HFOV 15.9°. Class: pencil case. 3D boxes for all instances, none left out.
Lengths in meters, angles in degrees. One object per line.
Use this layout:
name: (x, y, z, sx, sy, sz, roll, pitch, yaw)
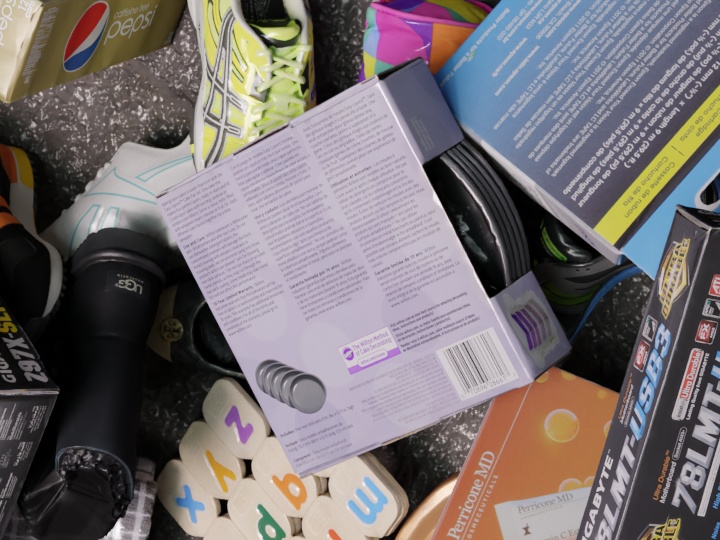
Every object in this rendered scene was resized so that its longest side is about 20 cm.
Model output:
pencil case: (0.026, -0.062, 1.492, 0.088, 0.088, 0.201, 18, 108, 19)

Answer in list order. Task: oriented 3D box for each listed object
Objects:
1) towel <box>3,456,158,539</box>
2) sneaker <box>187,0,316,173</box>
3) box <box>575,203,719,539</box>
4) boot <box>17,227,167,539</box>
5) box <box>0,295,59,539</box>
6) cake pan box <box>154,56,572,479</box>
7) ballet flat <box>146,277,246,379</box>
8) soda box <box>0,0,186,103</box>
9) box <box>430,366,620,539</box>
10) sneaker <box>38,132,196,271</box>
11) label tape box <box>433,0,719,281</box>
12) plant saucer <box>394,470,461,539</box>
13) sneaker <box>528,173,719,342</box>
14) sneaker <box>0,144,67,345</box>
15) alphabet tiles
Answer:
towel: (-0.219, 0.208, 1.629, 0.164, 0.086, 0.201, 7, 107, -7)
sneaker: (-0.060, -0.106, 1.495, 0.076, 0.075, 0.202, 167, 92, -70)
box: (0.226, 0.083, 1.319, 0.197, 0.050, 0.201, 11, 102, -20)
boot: (-0.177, 0.089, 1.542, 0.076, 0.169, 0.200, 19, 146, -16)
box: (-0.253, 0.095, 1.492, 0.160, 0.049, 0.201, 54, 131, 41)
cake pan box: (0.000, 0.000, 1.423, 0.199, 0.052, 0.185, -26, 95, 41)
ballet flat: (-0.049, 0.040, 1.563, 0.199, 0.057, 0.067, 7, 106, 24)
soda box: (-0.171, -0.156, 1.489, 0.067, 0.200, 0.064, 30, 113, 14)
box: (0.151, 0.149, 1.437, 0.199, 0.098, 0.125, 22, 71, 10)
sneaker: (-0.143, -0.032, 1.591, 0.199, 0.070, 0.081, -18, 73, 30)
label tape box: (0.151, -0.084, 1.377, 0.143, 0.066, 0.200, -48, 61, -2)
plant saucer: (0.106, 0.209, 1.533, 0.199, 0.032, 0.202, 4, 104, 18)
sneaker: (0.114, -0.010, 1.456, 0.199, 0.083, 0.071, -37, 52, 23)
sneaker: (-0.239, -0.022, 1.555, 0.090, 0.201, 0.070, 25, 114, -30)
alphabet tiles: (-0.044, 0.168, 1.586, 0.196, 0.015, 0.200, 47, 131, 18)
